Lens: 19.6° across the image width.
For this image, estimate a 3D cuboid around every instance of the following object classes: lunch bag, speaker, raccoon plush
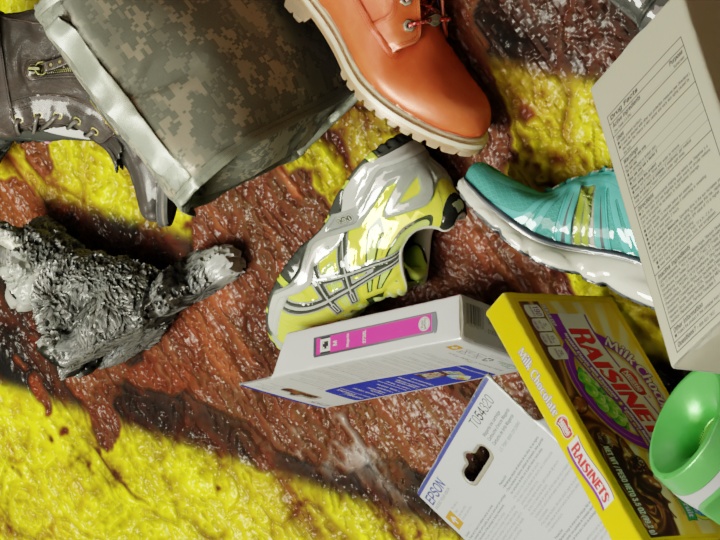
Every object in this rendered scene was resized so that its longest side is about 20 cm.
[{"bbox_3d":[-0.113,-0.134,1.383,0.117,0.200,0.165,-40,85,38],"label":"lunch bag"},{"bbox_3d":[0.272,0.131,1.235,0.199,0.089,0.089,27,129,-17],"label":"speaker"},{"bbox_3d":[-0.188,-0.010,1.583,0.199,0.097,0.135,-28,77,10],"label":"raccoon plush"}]

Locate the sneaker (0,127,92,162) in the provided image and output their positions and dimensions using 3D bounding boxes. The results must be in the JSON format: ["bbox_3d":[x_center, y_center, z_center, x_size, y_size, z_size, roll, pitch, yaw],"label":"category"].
[{"bbox_3d":[-0.265,-0.112,1.592,0.198,0.071,0.100,15,136,17],"label":"sneaker"}]

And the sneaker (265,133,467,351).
[{"bbox_3d":[0.000,0.000,1.437,0.076,0.075,0.201,43,128,14],"label":"sneaker"}]

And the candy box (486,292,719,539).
[{"bbox_3d":[0.162,0.097,1.295,0.026,0.102,0.201,-52,51,33],"label":"candy box"}]

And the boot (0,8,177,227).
[{"bbox_3d":[-0.226,-0.111,1.497,0.172,0.069,0.202,-15,83,1],"label":"boot"}]

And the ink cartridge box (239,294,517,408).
[{"bbox_3d":[0.019,0.059,1.432,0.199,0.094,0.037,-16,67,37],"label":"ink cartridge box"}]

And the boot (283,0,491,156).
[{"bbox_3d":[0.029,-0.169,1.354,0.200,0.075,0.107,50,123,10],"label":"boot"}]

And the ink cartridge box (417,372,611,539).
[{"bbox_3d":[0.141,0.169,1.382,0.200,0.043,0.197,45,151,12],"label":"ink cartridge box"}]

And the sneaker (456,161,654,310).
[{"bbox_3d":[0.157,-0.033,1.329,0.198,0.077,0.080,21,100,22],"label":"sneaker"}]

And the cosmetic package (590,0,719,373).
[{"bbox_3d":[0.208,-0.051,1.203,0.105,0.070,0.202,-48,44,46],"label":"cosmetic package"}]

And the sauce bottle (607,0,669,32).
[{"bbox_3d":[0.119,-0.217,1.272,0.200,0.066,0.066,45,127,14],"label":"sauce bottle"}]
